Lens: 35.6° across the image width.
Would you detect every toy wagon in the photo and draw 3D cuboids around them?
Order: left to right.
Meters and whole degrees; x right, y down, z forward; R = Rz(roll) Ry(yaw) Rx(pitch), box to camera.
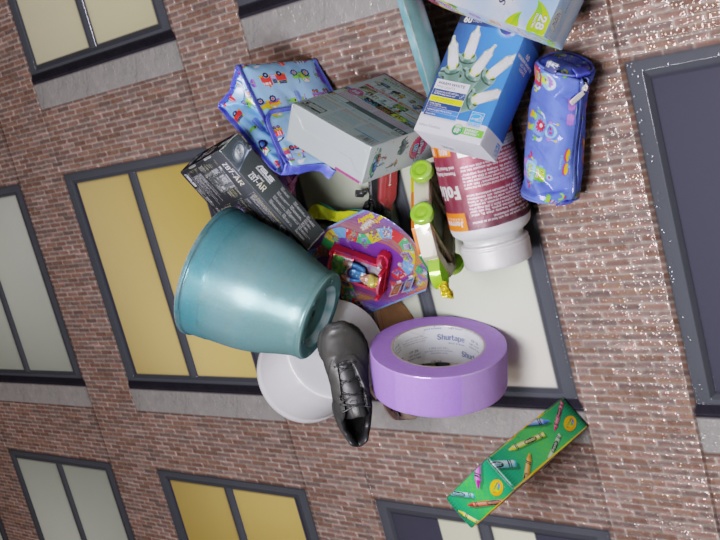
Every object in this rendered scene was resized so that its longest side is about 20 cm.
[{"bbox_3d":[0.105,-0.052,1.560,0.039,0.155,0.201,-10,58,19],"label":"toy wagon"}]

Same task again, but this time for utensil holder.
[{"bbox_3d":[-0.066,0.145,1.791,0.170,0.170,0.200,59,159,5],"label":"utensil holder"}]

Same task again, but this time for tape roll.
[{"bbox_3d":[0.114,0.137,1.636,0.200,0.200,0.066,15,118,38],"label":"tape roll"}]

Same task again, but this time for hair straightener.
[{"bbox_3d":[0.027,-0.104,1.736,0.077,0.041,0.201,33,135,48],"label":"hair straightener"}]

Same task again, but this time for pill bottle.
[{"bbox_3d":[0.168,-0.108,1.533,0.114,0.114,0.201,-3,106,44],"label":"pill bottle"}]

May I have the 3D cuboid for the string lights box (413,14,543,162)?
[{"bbox_3d":[0.157,-0.249,1.435,0.102,0.059,0.201,17,81,33],"label":"string lights box"}]

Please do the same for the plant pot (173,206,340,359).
[{"bbox_3d":[-0.137,0.033,1.628,0.187,0.200,0.201,21,124,15],"label":"plant pot"}]

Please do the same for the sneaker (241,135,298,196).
[{"bbox_3d":[-0.130,-0.146,1.814,0.088,0.080,0.201,-20,79,36],"label":"sneaker"}]

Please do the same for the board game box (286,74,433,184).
[{"bbox_3d":[0.019,-0.201,1.570,0.147,0.200,0.064,34,129,29],"label":"board game box"}]

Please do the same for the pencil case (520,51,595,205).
[{"bbox_3d":[0.255,-0.179,1.442,0.087,0.078,0.201,44,139,52],"label":"pencil case"}]

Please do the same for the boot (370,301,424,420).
[{"bbox_3d":[0.046,0.146,1.810,0.201,0.070,0.146,66,149,14],"label":"boot"}]

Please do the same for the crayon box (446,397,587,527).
[{"bbox_3d":[0.224,0.271,1.594,0.058,0.200,0.119,48,134,14],"label":"crayon box"}]

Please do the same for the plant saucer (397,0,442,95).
[{"bbox_3d":[0.079,-0.317,1.503,0.027,0.200,0.201,-18,98,3],"label":"plant saucer"}]

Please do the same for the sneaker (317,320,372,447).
[{"bbox_3d":[-0.012,0.165,1.620,0.091,0.076,0.201,-109,5,-62],"label":"sneaker"}]

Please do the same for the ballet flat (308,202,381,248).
[{"bbox_3d":[-0.033,-0.060,1.749,0.200,0.067,0.067,18,147,56],"label":"ballet flat"}]

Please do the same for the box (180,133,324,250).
[{"bbox_3d":[-0.167,-0.104,1.703,0.200,0.044,0.160,48,152,-15],"label":"box"}]

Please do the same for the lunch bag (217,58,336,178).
[{"bbox_3d":[-0.095,-0.213,1.685,0.200,0.150,0.094,57,137,23],"label":"lunch bag"}]

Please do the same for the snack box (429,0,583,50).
[{"bbox_3d":[0.188,-0.385,1.375,0.200,0.068,0.169,27,99,31],"label":"snack box"}]

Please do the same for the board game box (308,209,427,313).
[{"bbox_3d":[0.000,0.000,1.694,0.200,0.039,0.158,-23,111,37],"label":"board game box"}]
